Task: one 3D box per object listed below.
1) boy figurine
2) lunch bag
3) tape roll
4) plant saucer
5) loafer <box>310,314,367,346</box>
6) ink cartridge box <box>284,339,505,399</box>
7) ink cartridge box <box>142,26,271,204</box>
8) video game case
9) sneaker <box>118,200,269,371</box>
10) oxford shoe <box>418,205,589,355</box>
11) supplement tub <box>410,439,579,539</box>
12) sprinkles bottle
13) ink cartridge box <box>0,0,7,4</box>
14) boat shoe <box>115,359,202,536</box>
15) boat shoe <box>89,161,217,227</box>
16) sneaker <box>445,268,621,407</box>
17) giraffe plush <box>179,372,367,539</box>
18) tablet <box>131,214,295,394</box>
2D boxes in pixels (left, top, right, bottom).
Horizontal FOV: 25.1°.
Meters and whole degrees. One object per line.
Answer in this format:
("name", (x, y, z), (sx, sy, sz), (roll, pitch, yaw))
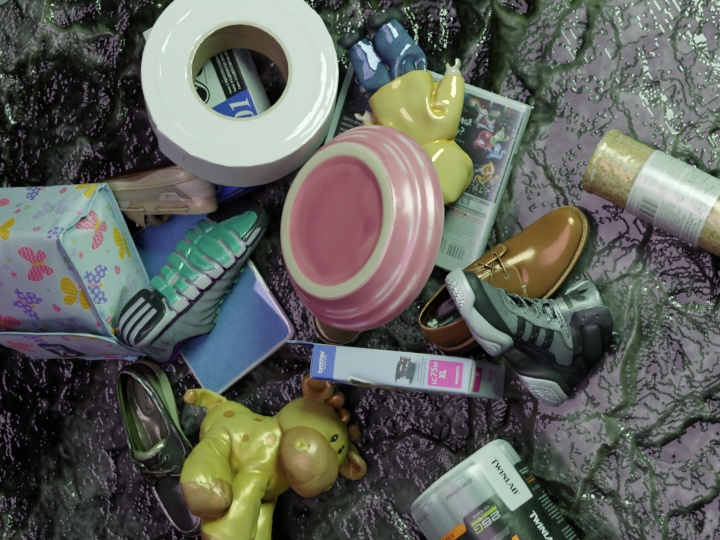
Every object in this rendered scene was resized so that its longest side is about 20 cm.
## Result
("boy figurine", (0.057, -0.161, 1.599), (0.124, 0.064, 0.201), (-33, 81, 23))
("lunch bag", (-0.324, 0.018, 1.731), (0.168, 0.128, 0.201), (1, 129, 28))
("tape roll", (-0.122, -0.189, 1.635), (0.200, 0.071, 0.205), (1, 77, -4))
("plant saucer", (-0.009, -0.044, 1.564), (0.199, 0.051, 0.203), (-11, 74, 41))
("loafer", (0.000, 0.000, 1.634), (0.076, 0.067, 0.201), (38, 119, 15))
("ink cartridge box", (0.034, 0.099, 1.610), (0.198, 0.119, 0.042), (7, 86, 22))
("ink cartridge box", (-0.150, -0.181, 1.716), (0.093, 0.044, 0.202), (-25, 83, 22))
("video game case", (0.055, -0.111, 1.648), (0.198, 0.023, 0.184), (22, 100, 21))
("sneaker", (-0.165, 0.015, 1.715), (0.200, 0.088, 0.074), (-44, 48, -4))
("oxford shoe", (0.140, 0.006, 1.583), (0.200, 0.071, 0.072), (-42, 57, 9))
("supplement tub", (0.149, 0.277, 1.570), (0.122, 0.122, 0.201), (-41, 78, 18))
("sprinkles bottle", (0.309, -0.063, 1.522), (0.199, 0.068, 0.069), (29, 102, 19))
("ink cartridge box", (-0.426, -0.419, 1.797), (0.145, 0.083, 0.201), (-38, 78, 19))
("boat shoe", (-0.219, 0.195, 1.745), (0.071, 0.066, 0.203), (-23, 84, 20))
("boat shoe", (-0.231, -0.076, 1.725), (0.199, 0.072, 0.066), (-8, 103, 39))
("sneaker", (0.169, 0.039, 1.539), (0.114, 0.200, 0.076), (-39, 36, 10))
("giraffe plush", (-0.082, 0.193, 1.661), (0.160, 0.173, 0.202), (-14, 55, 12))
("tablet", (-0.167, 0.022, 1.747), (0.130, 0.014, 0.201), (-38, 79, 18))
